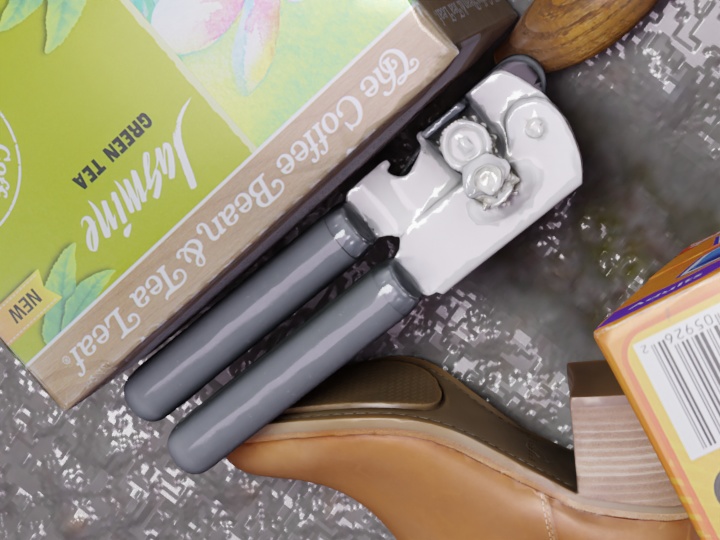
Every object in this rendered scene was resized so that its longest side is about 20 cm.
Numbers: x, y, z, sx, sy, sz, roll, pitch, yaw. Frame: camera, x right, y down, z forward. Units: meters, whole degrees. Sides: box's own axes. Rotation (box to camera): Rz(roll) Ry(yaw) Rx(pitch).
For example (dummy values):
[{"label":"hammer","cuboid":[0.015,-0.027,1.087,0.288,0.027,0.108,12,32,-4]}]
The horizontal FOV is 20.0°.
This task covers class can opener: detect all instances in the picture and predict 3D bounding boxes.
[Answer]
[{"label":"can opener","cuboid":[0.000,0.000,0.763,0.200,0.066,0.053,-40,93,9]}]

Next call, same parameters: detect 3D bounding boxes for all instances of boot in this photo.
[{"label":"boot","cuboid":[0.042,0.116,0.812,0.199,0.077,0.156,-3,105,7]}]

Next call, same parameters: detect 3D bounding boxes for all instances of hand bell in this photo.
[{"label":"hand bell","cuboid":[0.129,-0.126,0.737,0.200,0.104,0.104,-35,92,31]}]

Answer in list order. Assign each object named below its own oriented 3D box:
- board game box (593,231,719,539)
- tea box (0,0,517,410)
[{"label":"board game box","cuboid":[0.220,0.049,0.631,0.199,0.200,0.201,-28,89,19]},{"label":"tea box","cuboid":[-0.083,-0.095,0.756,0.200,0.134,0.197,-42,91,18]}]
